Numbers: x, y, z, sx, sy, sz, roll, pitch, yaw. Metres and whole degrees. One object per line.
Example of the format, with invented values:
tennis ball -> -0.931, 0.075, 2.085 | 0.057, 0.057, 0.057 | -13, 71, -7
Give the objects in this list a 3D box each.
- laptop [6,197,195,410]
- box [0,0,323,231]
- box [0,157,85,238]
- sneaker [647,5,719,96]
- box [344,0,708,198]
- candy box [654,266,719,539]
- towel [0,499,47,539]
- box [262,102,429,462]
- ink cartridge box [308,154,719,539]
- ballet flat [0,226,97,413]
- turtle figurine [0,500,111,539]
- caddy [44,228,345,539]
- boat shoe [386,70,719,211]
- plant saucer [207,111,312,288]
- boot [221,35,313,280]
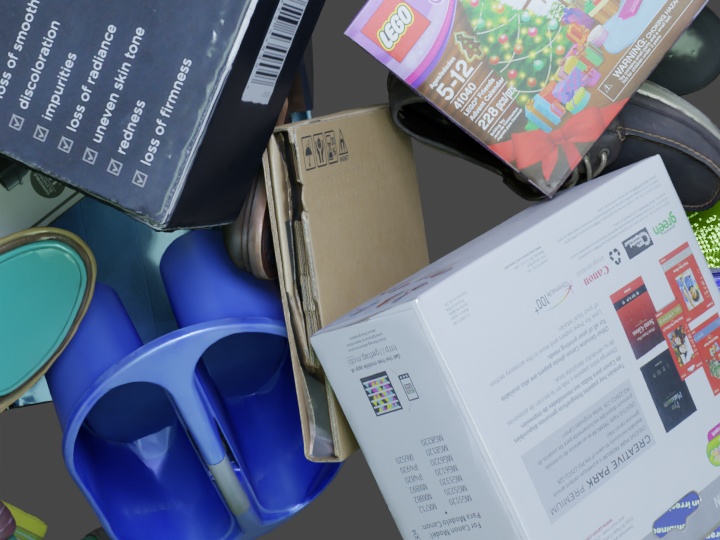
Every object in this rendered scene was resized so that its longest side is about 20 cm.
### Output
laptop -> -0.195, -0.013, 1.099 | 0.115, 0.200, 0.189 | -8, 95, 34
box -> -0.120, -0.148, 0.916 | 0.196, 0.124, 0.201 | 24, 97, 9
box -> -0.237, -0.036, 1.038 | 0.200, 0.060, 0.117 | -42, 107, -22
sneaker -> 0.113, -0.148, 1.123 | 0.199, 0.089, 0.075 | 21, 91, -6
box -> 0.105, -0.157, 1.043 | 0.137, 0.039, 0.200 | 37, 99, -4
candy box -> 0.197, 0.102, 1.150 | 0.168, 0.077, 0.202 | -8, 93, -3
towel -> -0.236, 0.214, 1.107 | 0.086, 0.018, 0.201 | 36, 68, -44
box -> 0.000, 0.000, 1.071 | 0.021, 0.200, 0.165 | -6, 96, 17
ink cartridge box -> 0.099, 0.064, 1.010 | 0.199, 0.084, 0.177 | -28, 95, -42
ballet flat -> -0.202, 0.049, 1.023 | 0.069, 0.063, 0.200 | 39, 103, -13
turtle figurine -> -0.159, 0.182, 1.091 | 0.101, 0.150, 0.200 | -39, 119, 10
caddy -> -0.083, 0.075, 1.073 | 0.141, 0.200, 0.105 | -24, 54, -3
boat shoe -> 0.104, -0.068, 1.123 | 0.199, 0.075, 0.074 | 19, 51, 2
plant saucer -> -0.061, -0.080, 1.150 | 0.069, 0.019, 0.202 | -11, 96, -3
boot -> -0.078, -0.068, 1.066 | 0.096, 0.201, 0.075 | -3, 133, 7
